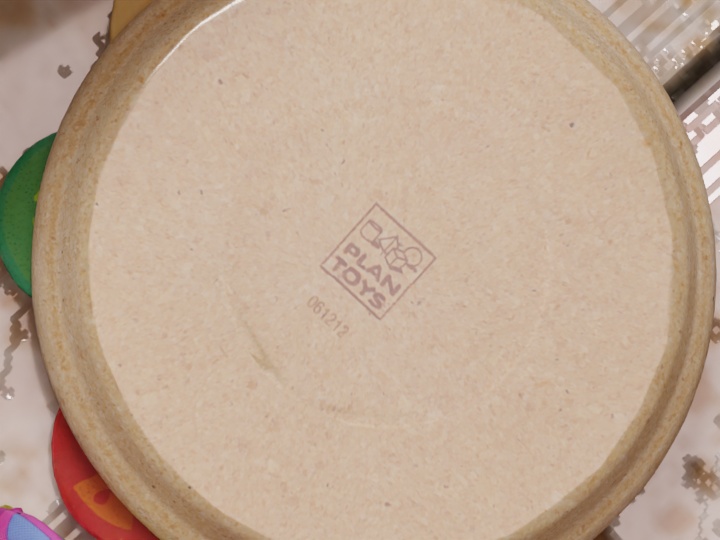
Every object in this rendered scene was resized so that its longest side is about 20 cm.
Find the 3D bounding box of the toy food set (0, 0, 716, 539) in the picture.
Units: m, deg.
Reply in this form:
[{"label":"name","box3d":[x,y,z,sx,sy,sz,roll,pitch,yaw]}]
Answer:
[{"label":"toy food set","box3d":[0.000,0.000,0.837,0.199,0.049,0.199,27,82,-5]}]

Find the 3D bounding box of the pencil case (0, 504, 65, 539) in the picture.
[{"label":"pencil case","box3d":[-0.122,0.154,0.788,0.088,0.088,0.200,43,82,-2]}]
